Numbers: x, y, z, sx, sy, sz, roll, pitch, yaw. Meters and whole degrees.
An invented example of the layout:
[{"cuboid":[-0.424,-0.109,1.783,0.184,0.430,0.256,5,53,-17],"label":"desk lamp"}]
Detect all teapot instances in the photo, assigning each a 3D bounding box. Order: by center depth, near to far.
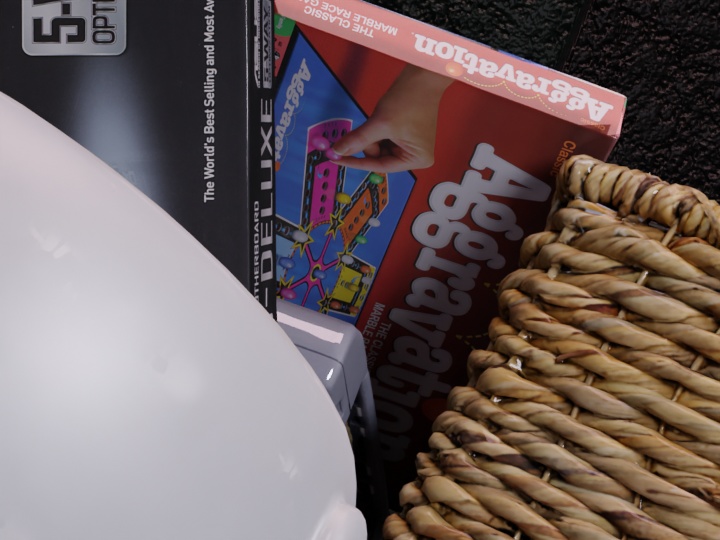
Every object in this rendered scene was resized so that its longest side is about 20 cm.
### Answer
[{"cuboid":[-0.105,0.054,0.636,0.197,0.146,0.200,44,-21,-20],"label":"teapot"}]

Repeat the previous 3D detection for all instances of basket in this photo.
[{"cuboid":[0.124,0.083,0.825,0.200,0.149,0.143,24,-7,27],"label":"basket"}]

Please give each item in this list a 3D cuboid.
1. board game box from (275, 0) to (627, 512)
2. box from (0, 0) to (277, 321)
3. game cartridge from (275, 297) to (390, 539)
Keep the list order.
[{"cuboid":[0.000,0.000,0.896,0.103,0.200,0.019,18,50,-3],"label":"board game box"},{"cuboid":[-0.101,-0.017,0.765,0.157,0.201,0.050,1,3,7],"label":"box"},{"cuboid":[-0.060,0.043,0.886,0.133,0.041,0.200,16,-22,10],"label":"game cartridge"}]
